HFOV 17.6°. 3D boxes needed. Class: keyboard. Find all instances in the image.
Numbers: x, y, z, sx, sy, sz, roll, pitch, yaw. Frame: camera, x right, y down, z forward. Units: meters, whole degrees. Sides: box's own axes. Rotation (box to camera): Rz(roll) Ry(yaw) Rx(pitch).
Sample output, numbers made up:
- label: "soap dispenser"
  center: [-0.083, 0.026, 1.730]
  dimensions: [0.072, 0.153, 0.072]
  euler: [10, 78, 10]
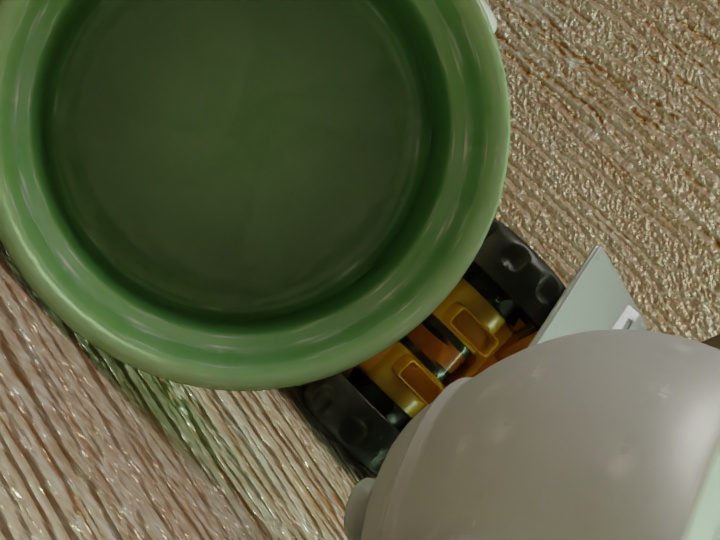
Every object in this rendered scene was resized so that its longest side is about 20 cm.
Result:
- label: "keyboard"
  center: [0.083, 0.075, 1.125]
  dimensions: [0.011, 0.200, 0.056]
  euler: [-7, -52, 47]

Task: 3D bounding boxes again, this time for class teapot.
- label: "teapot"
  center: [0.065, 0.106, 0.874]
  dimensions: [0.146, 0.198, 0.200]
  euler: [12, -35, 21]

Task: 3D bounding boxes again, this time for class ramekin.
- label: "ramekin"
  center: [-0.047, -0.057, 0.905]
  dimensions: [0.200, 0.200, 0.098]
  euler: [48, -2, -5]

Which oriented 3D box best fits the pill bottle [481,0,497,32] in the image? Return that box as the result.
- label: "pill bottle"
  center: [-0.046, -0.086, 1.058]
  dimensions: [0.111, 0.200, 0.111]
  euler: [48, 5, -6]

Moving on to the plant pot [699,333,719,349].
- label: "plant pot"
  center: [0.175, 0.126, 1.250]
  dimensions: [0.200, 0.175, 0.200]
  euler: [50, 8, -10]

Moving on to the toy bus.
- label: "toy bus"
  center: [0.000, 0.000, 1.217]
  dimensions: [0.200, 0.136, 0.192]
  euler: [45, 0, -15]
